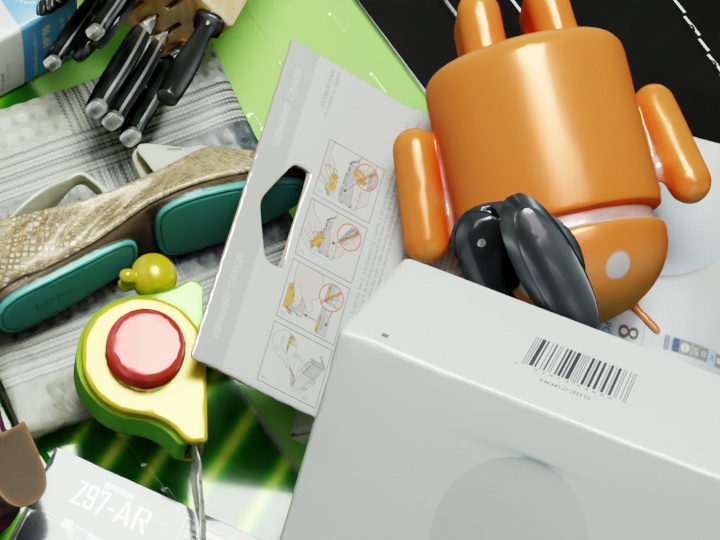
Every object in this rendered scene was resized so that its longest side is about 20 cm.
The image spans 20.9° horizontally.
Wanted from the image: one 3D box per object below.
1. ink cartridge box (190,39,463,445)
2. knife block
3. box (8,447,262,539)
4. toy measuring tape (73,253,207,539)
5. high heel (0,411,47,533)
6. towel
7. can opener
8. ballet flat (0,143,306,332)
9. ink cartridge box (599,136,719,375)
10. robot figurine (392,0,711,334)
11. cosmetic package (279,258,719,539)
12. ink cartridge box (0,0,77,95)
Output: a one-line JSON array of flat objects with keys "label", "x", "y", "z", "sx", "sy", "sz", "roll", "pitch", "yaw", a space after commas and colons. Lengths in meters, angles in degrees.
[{"label": "ink cartridge box", "x": 0.000, "y": 0.000, "z": 1.075, "sx": 0.175, "sy": 0.045, "sz": 0.201, "roll": 27, "pitch": 64, "yaw": -22}, {"label": "knife block", "x": -0.095, "y": -0.163, "z": 1.118, "sx": 0.199, "sy": 0.064, "sz": 0.177, "roll": -7, "pitch": 79, "yaw": -44}, {"label": "box", "x": -0.103, "y": 0.206, "z": 1.007, "sx": 0.199, "sy": 0.044, "sz": 0.161, "roll": 23, "pitch": 66, "yaw": 1}, {"label": "toy measuring tape", "x": -0.114, "y": 0.085, "z": 1.005, "sx": 0.073, "sy": 0.074, "sz": 0.202, "roll": 0, "pitch": 68, "yaw": -9}, {"label": "high heel", "x": -0.226, "y": 0.043, "z": 1.008, "sx": 0.067, "sy": 0.096, "sz": 0.201, "roll": -12, "pitch": 79, "yaw": -37}, {"label": "towel", "x": -0.140, "y": -0.020, "z": 1.107, "sx": 0.199, "sy": 0.035, "sz": 0.194, "roll": -20, "pitch": 75, "yaw": -18}, {"label": "can opener", "x": 0.104, "y": 0.054, "z": 0.978, "sx": 0.063, "sy": 0.079, "sz": 0.201, "roll": -22, "pitch": 105, "yaw": 9}, {"label": "ballet flat", "x": -0.125, "y": -0.035, "z": 1.063, "sx": 0.199, "sy": 0.071, "sz": 0.065, "roll": -23, "pitch": 65, "yaw": -21}, {"label": "ink cartridge box", "x": 0.223, "y": 0.012, "z": 1.135, "sx": 0.198, "sy": 0.047, "sz": 0.161, "roll": 14, "pitch": 67, "yaw": -1}, {"label": "robot figurine", "x": 0.103, "y": -0.055, "z": 1.057, "sx": 0.143, "sy": 0.116, "sz": 0.202, "roll": -5, "pitch": 79, "yaw": -40}, {"label": "cosmetic package", "x": 0.070, "y": 0.132, "z": 0.907, "sx": 0.198, "sy": 0.123, "sz": 0.201, "roll": 21, "pitch": 110, "yaw": 10}, {"label": "ink cartridge box", "x": -0.274, "y": -0.136, "z": 1.109, "sx": 0.199, "sy": 0.068, "sz": 0.116, "roll": -32, "pitch": 75, "yaw": -19}]
